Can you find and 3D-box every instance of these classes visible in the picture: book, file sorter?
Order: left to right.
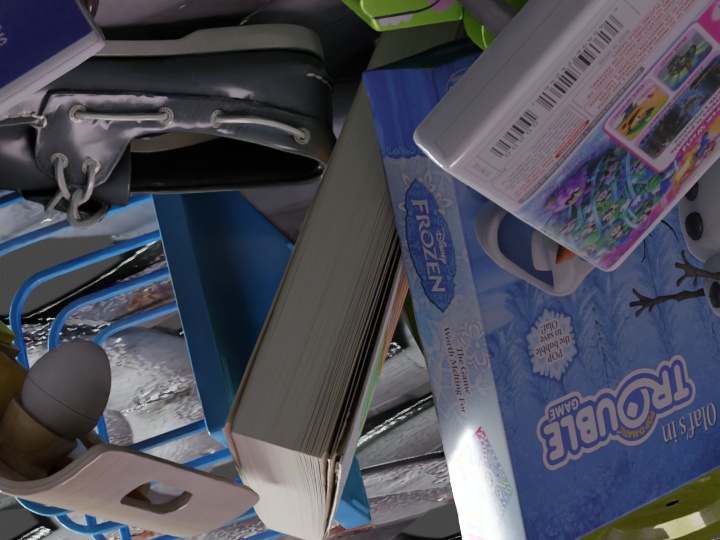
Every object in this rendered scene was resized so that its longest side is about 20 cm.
[{"bbox_3d":[-0.093,0.046,1.295,0.122,0.139,0.200,-19,159,10],"label":"file sorter"},{"bbox_3d":[0.000,0.000,1.192,0.048,0.200,0.134,16,161,6],"label":"book"}]

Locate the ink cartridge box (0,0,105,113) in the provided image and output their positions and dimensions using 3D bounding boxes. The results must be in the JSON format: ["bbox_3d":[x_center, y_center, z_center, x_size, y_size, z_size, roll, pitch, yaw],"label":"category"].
[{"bbox_3d":[-0.190,-0.032,0.945,0.199,0.041,0.200,-34,-172,-14],"label":"ink cartridge box"}]

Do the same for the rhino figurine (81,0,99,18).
[{"bbox_3d":[-0.062,-0.140,0.965,0.200,0.060,0.087,-28,155,29],"label":"rhino figurine"}]

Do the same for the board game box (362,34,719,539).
[{"bbox_3d":[0.103,-0.009,1.175,0.200,0.200,0.043,-22,-165,-40],"label":"board game box"}]

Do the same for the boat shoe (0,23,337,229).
[{"bbox_3d":[-0.103,-0.051,1.145,0.199,0.062,0.073,-10,161,-18],"label":"boat shoe"}]

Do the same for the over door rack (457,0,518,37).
[{"bbox_3d":[0.103,-0.132,1.009,0.148,0.067,0.200,-49,142,10],"label":"over door rack"}]

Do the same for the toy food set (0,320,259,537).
[{"bbox_3d":[-0.140,0.025,1.130,0.060,0.200,0.143,-51,157,5],"label":"toy food set"}]

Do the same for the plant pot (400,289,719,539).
[{"bbox_3d":[0.116,0.028,1.341,0.200,0.193,0.200,-16,160,-6],"label":"plant pot"}]

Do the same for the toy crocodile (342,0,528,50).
[{"bbox_3d":[0.078,-0.124,1.112,0.199,0.068,0.062,-8,124,-24],"label":"toy crocodile"}]

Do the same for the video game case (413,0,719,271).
[{"bbox_3d":[0.120,-0.094,1.005,0.200,0.024,0.182,-49,156,7],"label":"video game case"}]
